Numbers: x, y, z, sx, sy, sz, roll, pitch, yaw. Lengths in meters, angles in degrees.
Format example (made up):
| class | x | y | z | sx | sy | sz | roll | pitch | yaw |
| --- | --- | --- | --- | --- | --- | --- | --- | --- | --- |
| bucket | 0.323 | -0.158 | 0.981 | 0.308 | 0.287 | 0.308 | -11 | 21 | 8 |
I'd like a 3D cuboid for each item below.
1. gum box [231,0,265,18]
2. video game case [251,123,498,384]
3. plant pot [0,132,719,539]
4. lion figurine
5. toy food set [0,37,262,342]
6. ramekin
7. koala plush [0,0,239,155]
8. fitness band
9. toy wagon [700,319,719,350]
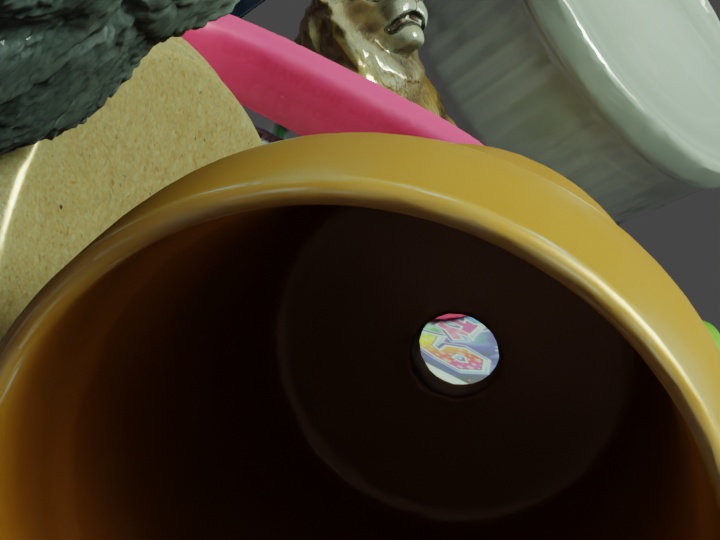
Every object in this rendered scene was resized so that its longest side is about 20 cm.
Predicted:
| class | x | y | z | sx | sy | sz | roll | pitch | yaw |
| --- | --- | --- | --- | --- | --- | --- | --- | --- | --- |
| gum box | -0.125 | -0.206 | 0.977 | 0.200 | 0.045 | 0.170 | 27 | 40 | -45 |
| video game case | 0.000 | 0.000 | 0.877 | 0.200 | 0.018 | 0.143 | 26 | 22 | 14 |
| plant pot | 0.013 | 0.046 | 0.672 | 0.200 | 0.200 | 0.183 | 54 | 20 | -8 |
| lion figurine | 0.041 | -0.039 | 1.073 | 0.200 | 0.072 | 0.123 | 47 | 12 | -52 |
| toy food set | -0.079 | 0.022 | 0.729 | 0.198 | 0.049 | 0.200 | 14 | 78 | -62 |
| ramekin | 0.105 | -0.111 | 1.214 | 0.202 | 0.094 | 0.203 | 40 | 32 | -31 |
| koala plush | -0.106 | -0.150 | 0.606 | 0.177 | 0.184 | 0.200 | -25 | 73 | -47 |
| fitness band | -0.031 | -0.048 | 0.879 | 0.200 | 0.037 | 0.144 | 29 | 24 | 12 |
| toy wagon | 0.170 | 0.050 | 0.963 | 0.155 | 0.040 | 0.200 | 16 | 5 | -35 |
